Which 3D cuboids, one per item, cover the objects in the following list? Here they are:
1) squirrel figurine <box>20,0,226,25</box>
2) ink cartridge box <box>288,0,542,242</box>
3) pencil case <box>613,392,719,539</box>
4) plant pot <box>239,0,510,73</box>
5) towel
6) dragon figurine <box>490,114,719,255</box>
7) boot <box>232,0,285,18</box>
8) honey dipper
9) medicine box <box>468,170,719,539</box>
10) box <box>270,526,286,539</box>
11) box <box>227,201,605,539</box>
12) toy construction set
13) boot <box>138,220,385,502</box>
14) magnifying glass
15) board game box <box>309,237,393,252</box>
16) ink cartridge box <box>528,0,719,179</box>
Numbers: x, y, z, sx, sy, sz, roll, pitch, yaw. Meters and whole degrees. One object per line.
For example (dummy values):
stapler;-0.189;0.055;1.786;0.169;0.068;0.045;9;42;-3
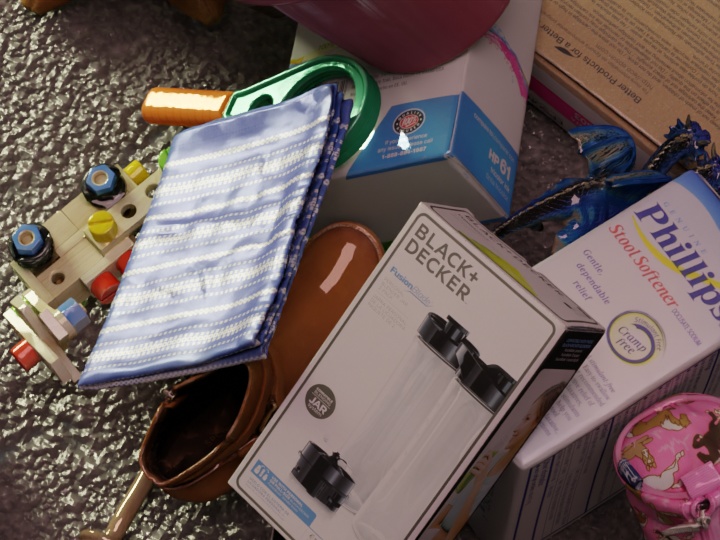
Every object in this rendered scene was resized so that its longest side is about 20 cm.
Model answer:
squirrel figurine;-0.151;-0.285;1.610;0.140;0.187;0.201;10;65;7
ink cartridge box;0.031;-0.126;1.540;0.144;0.085;0.201;-10;57;33
pencil case;0.203;0.167;1.404;0.082;0.201;0.087;17;50;36
plant pot;0.001;-0.219;1.439;0.199;0.179;0.201;-19;51;25
towel;-0.087;-0.021;1.435;0.144;0.024;0.201;-12;45;36
dragon figurine;0.150;-0.051;1.477;0.199;0.100;0.059;2;39;-44
boot;-0.067;-0.266;1.549;0.070;0.146;0.201;-3;59;31
honey dipper;-0.131;0.127;1.510;0.038;0.038;0.201;25;65;11
medicine box;0.142;0.062;1.459;0.199;0.182;0.103;-31;70;-14
box;-0.039;0.194;1.438;0.034;0.110;0.202;8;66;3
box;0.029;0.075;1.339;0.117;0.060;0.201;42;105;23
toy construction set;-0.150;-0.002;1.536;0.199;0.092;0.131;-33;63;-24
boot;-0.061;0.051;1.446;0.077;0.155;0.200;40;92;12
magnifying glass;-0.066;-0.101;1.527;0.199;0.022;0.080;6;66;45
board game box;0.000;0.000;1.572;0.095;0.030;0.202;-2;67;-1
ink cartridge box;0.208;-0.147;1.615;0.200;0.075;0.165;40;73;15
